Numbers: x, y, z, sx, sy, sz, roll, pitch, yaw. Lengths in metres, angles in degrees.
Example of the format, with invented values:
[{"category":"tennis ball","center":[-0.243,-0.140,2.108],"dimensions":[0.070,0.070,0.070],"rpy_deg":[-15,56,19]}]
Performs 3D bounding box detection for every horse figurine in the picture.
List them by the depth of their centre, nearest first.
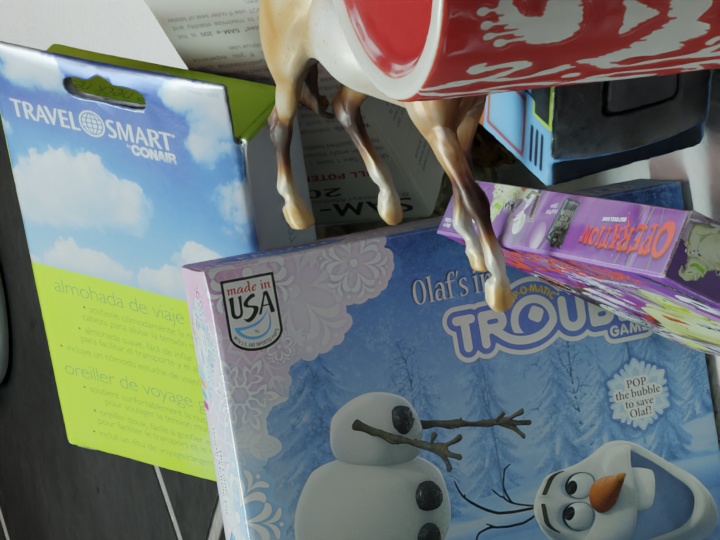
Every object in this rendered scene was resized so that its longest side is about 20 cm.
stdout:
[{"category":"horse figurine","center":[0.010,-0.068,1.038],"dimensions":[0.200,0.050,0.133],"rpy_deg":[25,129,55]}]

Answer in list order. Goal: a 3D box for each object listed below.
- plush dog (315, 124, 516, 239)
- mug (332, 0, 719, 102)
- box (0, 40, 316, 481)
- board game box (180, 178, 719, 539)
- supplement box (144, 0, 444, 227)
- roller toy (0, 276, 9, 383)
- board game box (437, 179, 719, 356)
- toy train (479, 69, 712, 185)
[{"category":"plush dog","center":[0.000,0.000,1.302],"dimensions":[0.160,0.172,0.200],"rpy_deg":[36,139,5]},{"category":"mug","center":[0.093,-0.140,0.874],"dimensions":[0.133,0.199,0.179],"rpy_deg":[-141,43,-64]},{"category":"box","center":[-0.077,-0.007,1.190],"dimensions":[0.121,0.048,0.201],"rpy_deg":[12,128,28]},{"category":"board game box","center":[0.043,0.079,1.144],"dimensions":[0.043,0.199,0.200],"rpy_deg":[-174,74,-73]},{"category":"supplement box","center":[-0.025,-0.129,1.185],"dimensions":[0.200,0.073,0.127],"rpy_deg":[58,-143,-41]},{"category":"roller toy","center":[-0.388,0.024,2.502],"dimensions":[0.183,0.139,0.201],"rpy_deg":[128,130,-66]},{"category":"board game box","center":[0.116,0.006,1.027],"dimensions":[0.032,0.120,0.200],"rpy_deg":[-63,19,-4]},{"category":"toy train","center":[0.074,-0.134,1.023],"dimensions":[0.114,0.086,0.201],"rpy_deg":[46,143,46]}]
